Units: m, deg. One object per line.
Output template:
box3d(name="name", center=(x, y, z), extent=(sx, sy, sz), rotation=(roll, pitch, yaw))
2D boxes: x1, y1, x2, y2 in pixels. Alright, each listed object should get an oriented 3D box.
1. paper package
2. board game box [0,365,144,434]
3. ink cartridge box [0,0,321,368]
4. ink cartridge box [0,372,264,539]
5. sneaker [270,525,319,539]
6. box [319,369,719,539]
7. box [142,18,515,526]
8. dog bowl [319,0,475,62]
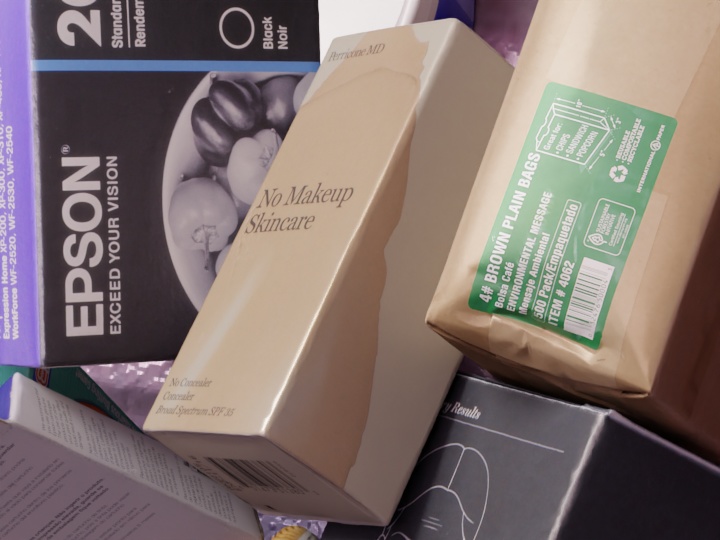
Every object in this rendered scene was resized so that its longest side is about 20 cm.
box3d(name="paper package", center=(0.128, -0.036, 1.049), extent=(0.103, 0.191, 0.201), rotation=(17, 82, 25))
box3d(name="board game box", center=(-0.207, 0.083, 1.166), extent=(0.198, 0.152, 0.045), rotation=(-6, 59, 20))
box3d(name="ink cartridge box", center=(-0.107, -0.060, 1.071), extent=(0.043, 0.199, 0.200), rotation=(-1, 92, 60))
box3d(name="ink cartridge box", center=(-0.177, 0.130, 1.096), extent=(0.196, 0.200, 0.043), rotation=(-40, 43, 20))
box3d(name="sneaker", center=(-0.052, 0.215, 1.123), extent=(0.087, 0.076, 0.201), rotation=(27, 86, 7))
box3d(name="box", center=(0.054, 0.154, 1.037), extent=(0.148, 0.107, 0.201), rotation=(13, 79, 56))
box3d(name="box", center=(0.000, 0.000, 1.057), extent=(0.095, 0.078, 0.201), rotation=(-4, 55, 52))
box3d(name="dog bowl", center=(-0.048, -0.130, 1.209), extent=(0.199, 0.079, 0.202), rotation=(-6, 72, 20))
